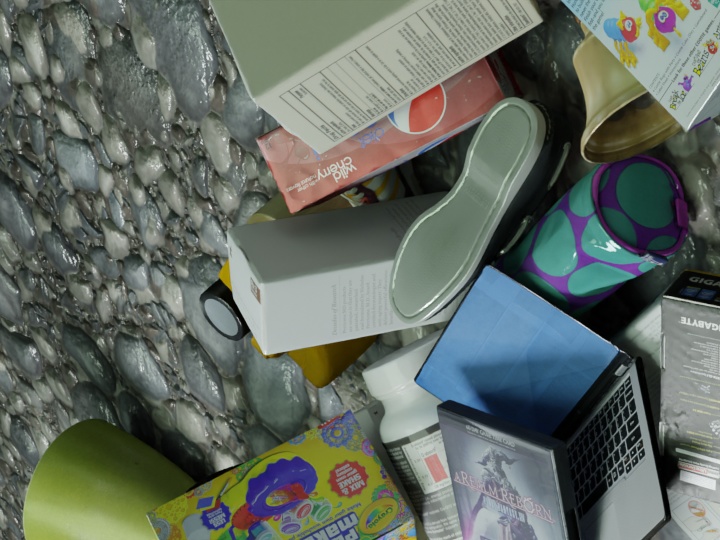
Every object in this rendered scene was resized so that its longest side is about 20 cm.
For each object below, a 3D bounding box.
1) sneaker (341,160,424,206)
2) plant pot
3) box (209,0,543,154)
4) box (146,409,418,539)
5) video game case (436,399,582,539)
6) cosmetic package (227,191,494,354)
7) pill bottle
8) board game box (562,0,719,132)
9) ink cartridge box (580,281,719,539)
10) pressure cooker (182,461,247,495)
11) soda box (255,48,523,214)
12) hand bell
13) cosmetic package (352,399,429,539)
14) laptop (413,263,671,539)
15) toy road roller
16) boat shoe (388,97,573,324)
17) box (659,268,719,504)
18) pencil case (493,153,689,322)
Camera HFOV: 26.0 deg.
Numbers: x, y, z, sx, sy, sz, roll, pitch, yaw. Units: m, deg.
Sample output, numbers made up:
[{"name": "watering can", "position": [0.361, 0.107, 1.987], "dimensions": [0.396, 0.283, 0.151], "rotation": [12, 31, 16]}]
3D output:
[{"name": "sneaker", "position": [0.002, -0.076, 1.332], "dimensions": [0.075, 0.090, 0.201], "rotation": [15, 122, 47]}, {"name": "plant pot", "position": [-0.263, 0.291, 1.855], "dimensions": [0.199, 0.187, 0.188], "rotation": [13, 123, 30]}, {"name": "box", "position": [0.011, -0.192, 1.119], "dimensions": [0.199, 0.128, 0.109], "rotation": [-29, 68, 12]}, {"name": "box", "position": [-0.059, 0.256, 1.380], "dimensions": [0.122, 0.199, 0.193], "rotation": [58, 167, 30]}, {"name": "video game case", "position": [0.125, 0.209, 1.221], "dimensions": [0.143, 0.019, 0.201], "rotation": [15, 124, 55]}, {"name": "cosmetic package", "position": [0.000, 0.000, 1.270], "dimensions": [0.102, 0.199, 0.074], "rotation": [-126, 29, -56]}, {"name": "pill bottle", "position": [0.086, 0.157, 1.350], "dimensions": [0.116, 0.116, 0.201], "rotation": [-24, 92, 55]}, {"name": "board game box", "position": [0.194, -0.207, 0.995], "dimensions": [0.200, 0.103, 0.105], "rotation": [50, 143, 18]}, {"name": "ink cartridge box", "position": [0.262, 0.121, 1.178], "dimensions": [0.200, 0.057, 0.163], "rotation": [43, 142, 4]}, {"name": "pressure cooker", "position": [-0.097, 0.321, 1.639], "dimensions": [0.178, 0.176, 0.201], "rotation": [8, 119, 46]}, {"name": "soda box", "position": [0.022, -0.118, 1.221], "dimensions": [0.199, 0.063, 0.070], "rotation": [-26, 91, 21]}, {"name": "hand bell", "position": [0.158, -0.186, 1.093], "dimensions": [0.201, 0.104, 0.104], "rotation": [65, 147, 21]}, {"name": "cosmetic package", "position": [0.067, 0.205, 1.435], "dimensions": [0.051, 0.082, 0.201], "rotation": [-27, 89, 54]}, {"name": "laptop", "position": [0.130, 0.131, 1.185], "dimensions": [0.188, 0.115, 0.201], "rotation": [116, 154, -54]}, {"name": "toy road roller", "position": [-0.044, 0.015, 1.432], "dimensions": [0.146, 0.123, 0.200], "rotation": [44, 147, 6]}, {"name": "boat shoe", "position": [0.094, -0.038, 1.187], "dimensions": [0.200, 0.060, 0.076], "rotation": [-54, 52, 25]}, {"name": "box", "position": [0.301, 0.095, 1.054], "dimensions": [0.199, 0.049, 0.161], "rotation": [11, 122, 31]}, {"name": "pencil case", "position": [0.164, -0.005, 1.177], "dimensions": [0.092, 0.085, 0.200], "rotation": [21, 147, -16]}]
